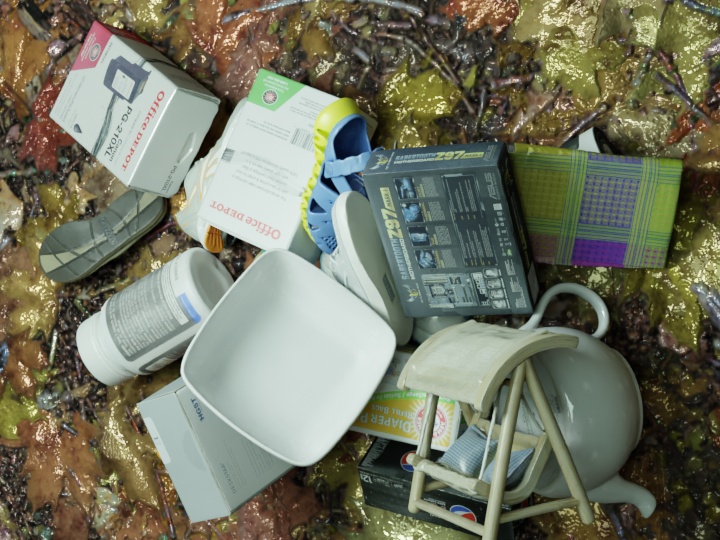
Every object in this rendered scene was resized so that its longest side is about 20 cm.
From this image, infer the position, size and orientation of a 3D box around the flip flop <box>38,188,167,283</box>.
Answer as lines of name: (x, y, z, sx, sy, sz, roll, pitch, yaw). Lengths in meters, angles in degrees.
flip flop: (-0.340, -0.045, 1.909, 0.199, 0.058, 0.082, -32, 72, 7)

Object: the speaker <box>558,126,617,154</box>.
speaker: (0.201, -0.079, 1.627, 0.199, 0.081, 0.082, -30, 77, 23)

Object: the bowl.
bowl: (-0.081, 0.104, 1.601, 0.199, 0.075, 0.201, 36, 74, 5)

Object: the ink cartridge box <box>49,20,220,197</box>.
ink cartridge box: (-0.293, -0.208, 1.842, 0.200, 0.084, 0.146, 39, 107, 35)

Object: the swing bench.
swing bench: (0.133, 0.161, 1.493, 0.199, 0.128, 0.203, -177, 80, -68)

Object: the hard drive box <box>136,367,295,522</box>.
hard drive box: (-0.143, 0.178, 1.685, 0.076, 0.199, 0.157, -18, 98, 42)

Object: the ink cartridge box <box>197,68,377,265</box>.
ink cartridge box: (-0.090, -0.123, 1.742, 0.145, 0.084, 0.202, 24, 90, 29)

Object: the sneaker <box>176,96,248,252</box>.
sneaker: (-0.184, -0.131, 1.822, 0.091, 0.075, 0.202, 24, 95, 36)

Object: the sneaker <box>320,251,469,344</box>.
sneaker: (0.043, 0.017, 1.709, 0.199, 0.076, 0.081, 30, 104, 14)

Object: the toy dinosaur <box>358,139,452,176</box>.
toy dinosaur: (0.077, -0.080, 1.664, 0.181, 0.104, 0.202, 42, 142, 42)

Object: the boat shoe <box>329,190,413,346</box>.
boat shoe: (0.000, 0.000, 1.624, 0.068, 0.072, 0.201, -3, 130, 30)

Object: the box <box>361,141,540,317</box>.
box: (0.102, -0.041, 1.565, 0.156, 0.051, 0.202, -3, 125, 22)

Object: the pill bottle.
pill bottle: (-0.261, 0.064, 1.834, 0.199, 0.113, 0.115, -29, 78, 22)

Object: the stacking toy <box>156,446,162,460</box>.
stacking toy: (-0.186, 0.207, 1.748, 0.109, 0.199, 0.118, 18, 98, 25)

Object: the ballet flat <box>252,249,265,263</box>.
ballet flat: (-0.093, 0.068, 1.778, 0.070, 0.071, 0.203, -17, 83, 25)

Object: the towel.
towel: (0.246, -0.070, 1.567, 0.197, 0.023, 0.145, 5, 123, 2)

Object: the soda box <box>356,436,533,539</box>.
soda box: (0.099, 0.255, 1.672, 0.198, 0.064, 0.071, 12, 134, 25)

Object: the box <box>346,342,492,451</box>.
box: (0.048, 0.141, 1.683, 0.198, 0.112, 0.103, 10, 93, 24)

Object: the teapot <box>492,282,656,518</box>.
teapot: (0.244, 0.147, 1.574, 0.198, 0.144, 0.202, -132, 40, -52)

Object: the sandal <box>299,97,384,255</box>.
sandal: (-0.016, -0.092, 1.634, 0.087, 0.079, 0.202, 43, 144, 35)
